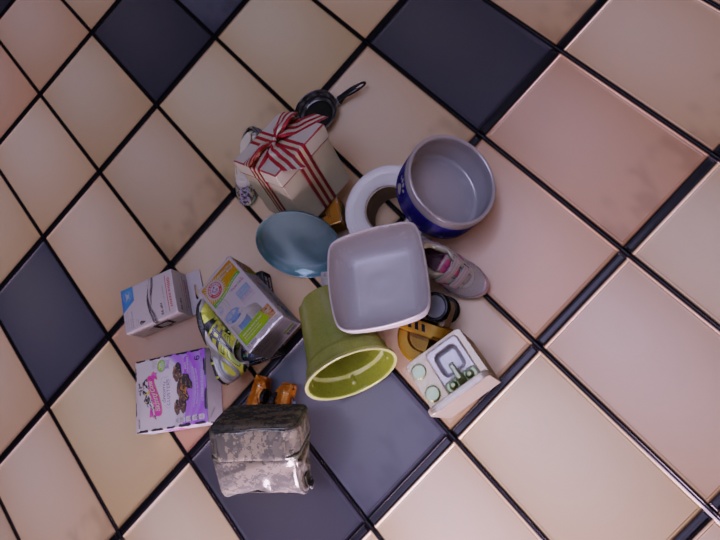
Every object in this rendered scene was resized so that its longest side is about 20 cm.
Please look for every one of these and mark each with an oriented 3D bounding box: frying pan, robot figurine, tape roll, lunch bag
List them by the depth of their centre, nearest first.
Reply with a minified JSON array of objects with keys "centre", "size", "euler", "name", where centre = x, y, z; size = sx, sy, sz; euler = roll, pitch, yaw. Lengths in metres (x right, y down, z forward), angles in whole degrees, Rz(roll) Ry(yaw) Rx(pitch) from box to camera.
[{"centre":[-0.197,0.370,1.210],"size":[0.195,0.139,0.172],"euler":[-4,98,9],"name":"lunch bag"},{"centre":[-0.208,0.342,1.322],"size":[0.142,0.058,0.204],"euler":[10,80,22],"name":"robot figurine"},{"centre":[0.068,-0.127,1.328],"size":[0.198,0.071,0.207],"euler":[-5,75,19],"name":"tape roll"},{"centre":[-0.082,-0.417,1.475],"size":[0.190,0.031,0.115],"euler":[-46,67,1],"name":"frying pan"}]

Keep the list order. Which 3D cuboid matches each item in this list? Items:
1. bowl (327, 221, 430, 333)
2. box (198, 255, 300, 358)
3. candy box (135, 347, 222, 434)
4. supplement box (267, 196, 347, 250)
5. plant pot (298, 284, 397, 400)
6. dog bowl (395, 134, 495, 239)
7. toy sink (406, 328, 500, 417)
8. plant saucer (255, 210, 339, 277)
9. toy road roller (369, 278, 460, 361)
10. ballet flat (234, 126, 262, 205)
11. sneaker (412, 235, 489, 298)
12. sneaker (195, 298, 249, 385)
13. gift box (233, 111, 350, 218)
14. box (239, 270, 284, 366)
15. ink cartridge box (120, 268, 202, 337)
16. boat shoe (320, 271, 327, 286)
[{"centre":[0.039,0.022,1.160],"size":[0.196,0.075,0.204],"euler":[-12,66,13],"name":"bowl"},{"centre":[-0.246,0.081,1.325],"size":[0.113,0.101,0.200],"euler":[-46,68,2],"name":"box"},{"centre":[-0.427,0.285,1.408],"size":[0.196,0.071,0.171],"euler":[-13,73,16],"name":"candy box"},{"centre":[-0.127,-0.101,1.397],"size":[0.197,0.069,0.068],"euler":[-20,71,16],"name":"supplement box"},{"centre":[-0.046,0.138,1.254],"size":[0.198,0.200,0.187],"euler":[-29,58,11],"name":"plant pot"},{"centre":[0.175,-0.172,1.241],"size":[0.196,0.079,0.204],"euler":[6,69,-17],"name":"dog bowl"},{"centre":[0.174,0.196,1.140],"size":[0.130,0.200,0.113],"euler":[-38,68,8],"name":"toy sink"},{"centre":[-0.135,-0.062,1.335],"size":[0.196,0.202,0.028],"euler":[-8,44,18],"name":"plant saucer"},{"centre":[0.101,0.104,1.233],"size":[0.197,0.123,0.149],"euler":[18,90,23],"name":"toy road roller"},{"centre":[-0.284,-0.266,1.493],"size":[0.071,0.072,0.205],"euler":[5,79,21],"name":"ballet flat"},{"centre":[0.177,-0.001,1.223],"size":[0.197,0.088,0.083],"euler":[27,94,-5],"name":"sneaker"},{"centre":[-0.309,0.152,1.354],"size":[0.075,0.075,0.203],"euler":[-25,81,6],"name":"sneaker"},{"centre":[-0.140,-0.234,1.327],"size":[0.198,0.188,0.186],"euler":[17,63,40],"name":"gift box"},{"centre":[-0.270,0.121,1.405],"size":[0.156,0.046,0.204],"euler":[-20,71,14],"name":"box"},{"centre":[-0.489,0.075,1.485],"size":[0.197,0.067,0.118],"euler":[-23,70,14],"name":"ink cartridge box"},{"centre":[0.000,0.000,1.323],"size":[0.197,0.071,0.071],"euler":[-17,81,22],"name":"boat shoe"}]
